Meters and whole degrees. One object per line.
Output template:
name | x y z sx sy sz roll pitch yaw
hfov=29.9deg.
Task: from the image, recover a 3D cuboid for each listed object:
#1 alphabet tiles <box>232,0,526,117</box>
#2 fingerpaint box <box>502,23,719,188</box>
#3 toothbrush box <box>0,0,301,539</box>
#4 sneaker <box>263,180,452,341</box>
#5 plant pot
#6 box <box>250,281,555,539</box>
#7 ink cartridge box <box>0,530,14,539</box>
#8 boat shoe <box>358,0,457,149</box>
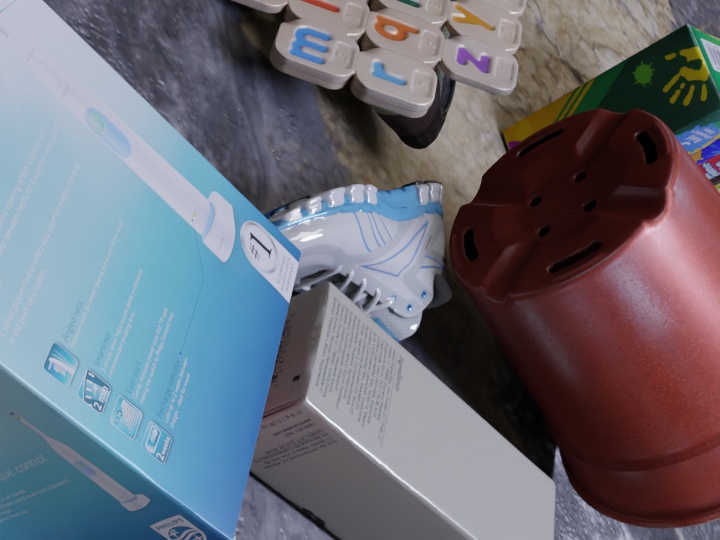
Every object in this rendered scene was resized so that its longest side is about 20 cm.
alphabet tiles | 0.008 -0.175 0.841 0.195 0.015 0.200 18 47 -7
fingerpaint box | 0.237 -0.104 1.053 0.200 0.167 0.073 4 63 -54
toothbrush box | -0.124 -0.003 0.479 0.200 0.085 0.147 45 37 -32
sneaker | 0.000 0.000 0.747 0.200 0.075 0.087 -10 82 -56
plant pot | 0.165 0.019 0.822 0.195 0.200 0.201 49 35 -33
box | 0.018 0.100 0.704 0.200 0.068 0.082 44 39 -29
ink cartridge box | -0.136 0.071 0.531 0.200 0.050 0.161 1 68 -52
boat shoe | 0.033 -0.160 0.907 0.201 0.072 0.066 -84 159 -44
